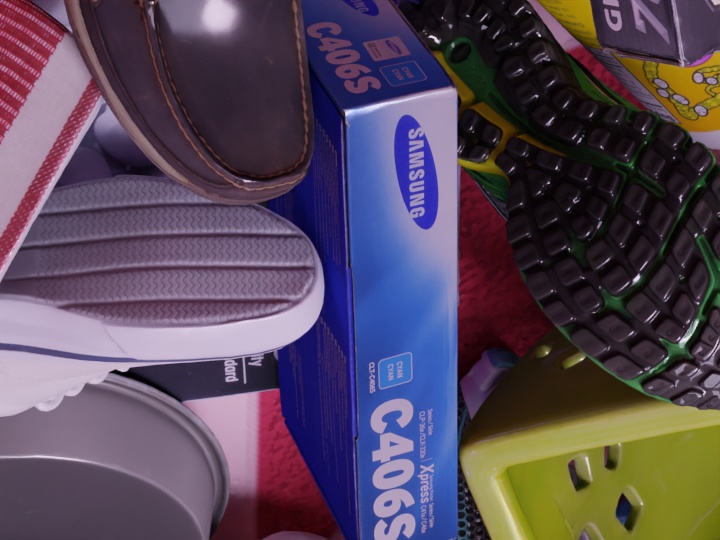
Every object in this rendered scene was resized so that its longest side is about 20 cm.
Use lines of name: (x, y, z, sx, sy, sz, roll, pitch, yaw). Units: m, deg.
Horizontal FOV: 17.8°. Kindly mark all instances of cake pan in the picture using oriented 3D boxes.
cake pan: (-0.149, 0.112, 0.937, 0.199, 0.037, 0.201, -8, 142, -6)

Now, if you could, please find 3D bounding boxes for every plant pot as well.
plant pot: (0.182, 0.078, 0.899, 0.199, 0.182, 0.200, -12, 117, 31)

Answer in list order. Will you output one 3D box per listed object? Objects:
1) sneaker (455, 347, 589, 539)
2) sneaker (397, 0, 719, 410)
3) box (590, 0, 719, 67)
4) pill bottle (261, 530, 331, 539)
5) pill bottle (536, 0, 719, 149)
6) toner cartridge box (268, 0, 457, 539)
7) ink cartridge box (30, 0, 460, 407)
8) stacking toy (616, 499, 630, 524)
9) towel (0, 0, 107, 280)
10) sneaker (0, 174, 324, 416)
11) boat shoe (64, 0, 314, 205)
sneaker: (0.058, 0.140, 0.974, 0.091, 0.201, 0.078, -20, 168, 17)
sneaker: (0.089, -0.027, 0.820, 0.078, 0.200, 0.085, -42, 145, 10)
box: (0.145, -0.192, 0.736, 0.198, 0.050, 0.201, -26, 115, -26)
pill bottle: (-0.069, 0.214, 1.008, 0.114, 0.115, 0.200, 31, 121, -31)
pill bottle: (0.122, -0.114, 0.831, 0.104, 0.105, 0.200, -41, 125, 16)
toner cartridge box: (0.000, 0.000, 0.836, 0.043, 0.095, 0.201, -14, 128, -16)
ink cartridge box: (-0.052, -0.038, 0.880, 0.199, 0.043, 0.199, -9, 127, -10)
stacking toy: (0.154, 0.203, 1.009, 0.115, 0.200, 0.110, 9, 123, -19)
towel: (-0.199, -0.059, 0.763, 0.199, 0.023, 0.145, 30, 91, -4)
sneaker: (-0.109, 0.014, 0.820, 0.198, 0.073, 0.071, 1, 142, 8)
boat shoe: (-0.058, -0.119, 0.738, 0.074, 0.073, 0.201, -21, 94, -29)
